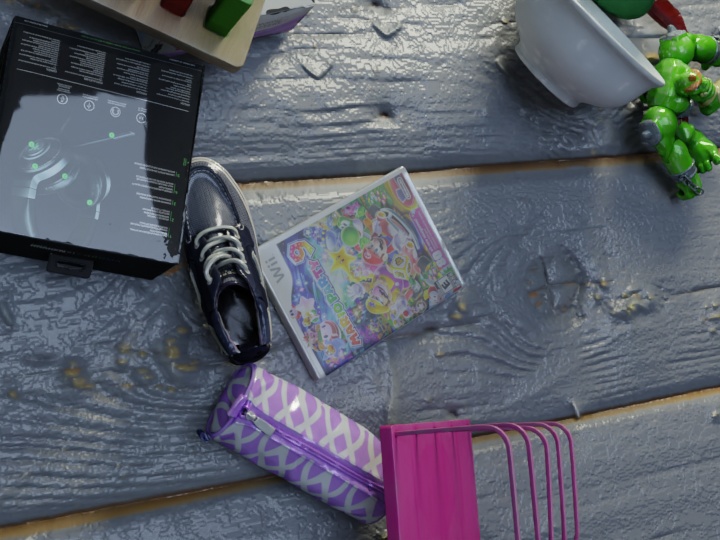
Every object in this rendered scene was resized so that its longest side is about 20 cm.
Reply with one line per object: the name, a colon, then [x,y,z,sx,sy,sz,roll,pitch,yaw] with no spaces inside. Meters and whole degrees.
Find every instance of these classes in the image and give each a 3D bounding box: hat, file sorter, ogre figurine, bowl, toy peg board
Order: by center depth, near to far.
toy peg board: [-0.156,-0.317,0.951,0.197,0.098,0.202,22,72,-19]
file sorter: [0.118,0.208,0.999,0.199,0.124,0.141,12,72,-63]
bowl: [0.235,-0.245,1.185,0.200,0.202,0.090,39,112,-14]
ogre figurine: [0.383,-0.197,1.271,0.119,0.098,0.202,24,95,-35]
hat: [0.308,-0.315,1.287,0.198,0.178,0.166,19,46,24]

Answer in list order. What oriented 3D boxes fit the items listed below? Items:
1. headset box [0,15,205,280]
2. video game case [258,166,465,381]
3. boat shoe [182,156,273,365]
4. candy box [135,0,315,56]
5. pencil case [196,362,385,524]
headset box: [-0.242,-0.096,0.952,0.172,0.093,0.203,10,77,-24]
video game case: [0.000,0.000,1.092,0.199,0.018,0.144,-31,95,-26]
boat shoe: [-0.123,-0.012,0.987,0.074,0.093,0.202,-19,89,-9]
candy box: [-0.157,-0.323,1.045,0.166,0.071,0.202,-18,88,-27]
pencil case: [-0.048,0.162,1.004,0.199,0.085,0.085,31,76,-18]
